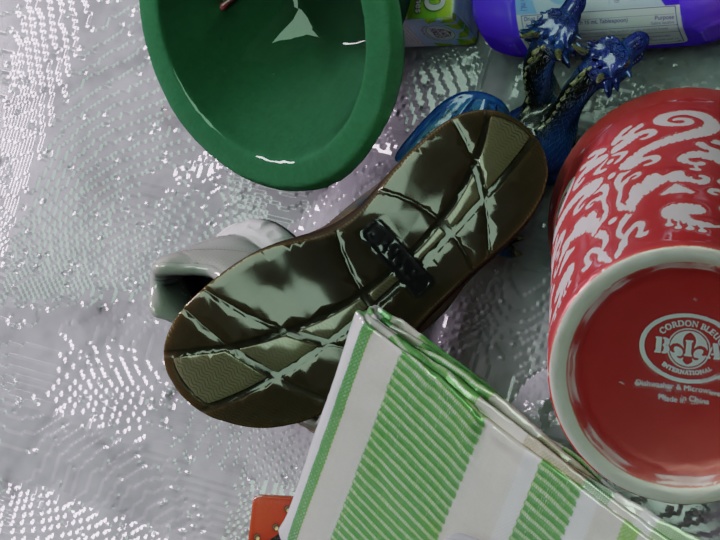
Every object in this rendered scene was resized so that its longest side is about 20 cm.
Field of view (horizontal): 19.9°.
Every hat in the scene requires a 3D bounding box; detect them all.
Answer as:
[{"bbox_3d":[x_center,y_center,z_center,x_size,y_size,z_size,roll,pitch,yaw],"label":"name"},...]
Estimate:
[{"bbox_3d":[0.006,-0.159,1.033,0.165,0.176,0.201,40,131,19],"label":"hat"}]

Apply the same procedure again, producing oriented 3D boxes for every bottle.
[{"bbox_3d":[0.155,-0.152,1.008,0.198,0.065,0.084,-1,75,19],"label":"bottle"}]

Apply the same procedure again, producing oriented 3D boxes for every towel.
[{"bbox_3d":[0.056,0.125,0.875,0.199,0.023,0.154,35,125,22],"label":"towel"}]

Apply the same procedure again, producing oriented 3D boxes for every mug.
[{"bbox_3d":[0.157,0.000,0.874,0.176,0.200,0.134,-26,102,17],"label":"mug"}]

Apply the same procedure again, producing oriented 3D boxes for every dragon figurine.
[{"bbox_3d":[0.059,-0.050,0.998,0.200,0.099,0.059,-42,67,5],"label":"dragon figurine"}]

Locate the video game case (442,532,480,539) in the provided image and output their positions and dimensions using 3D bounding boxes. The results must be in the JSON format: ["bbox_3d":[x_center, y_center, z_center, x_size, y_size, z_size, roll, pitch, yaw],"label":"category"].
[{"bbox_3d":[0.110,0.220,0.832,0.199,0.022,0.184,17,114,28],"label":"video game case"}]

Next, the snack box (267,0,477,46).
[{"bbox_3d":[-0.004,-0.219,1.085,0.141,0.053,0.202,0,79,18],"label":"snack box"}]

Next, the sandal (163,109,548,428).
[{"bbox_3d":[0.000,0.000,0.952,0.200,0.055,0.082,-41,89,-3],"label":"sandal"}]

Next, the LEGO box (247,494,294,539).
[{"bbox_3d":[0.045,0.189,0.956,0.198,0.077,0.151,1,77,19],"label":"LEGO box"}]

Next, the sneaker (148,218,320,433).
[{"bbox_3d":[-0.028,0.054,0.997,0.200,0.092,0.076,38,120,26],"label":"sneaker"}]
